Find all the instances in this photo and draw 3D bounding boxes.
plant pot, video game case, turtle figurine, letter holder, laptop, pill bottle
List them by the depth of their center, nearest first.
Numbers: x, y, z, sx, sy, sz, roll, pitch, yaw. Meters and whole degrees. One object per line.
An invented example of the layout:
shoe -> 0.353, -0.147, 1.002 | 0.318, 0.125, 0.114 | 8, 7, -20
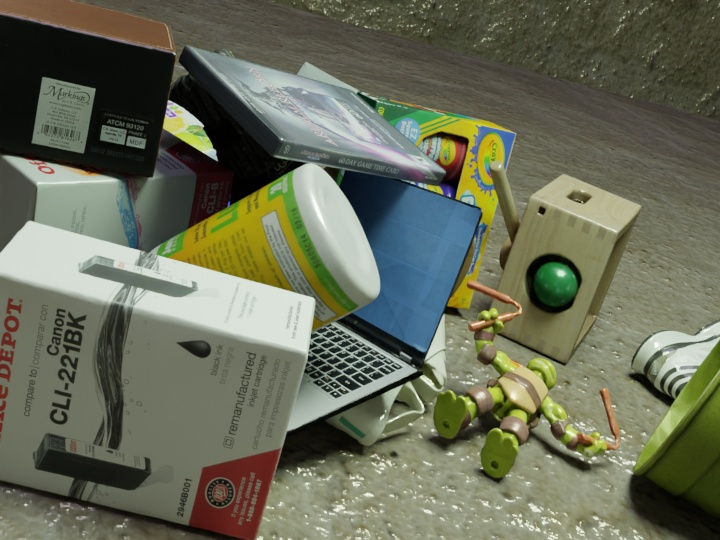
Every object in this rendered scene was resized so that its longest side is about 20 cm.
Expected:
pill bottle -> -0.095, 0.014, 0.732 | 0.112, 0.198, 0.111 | 57, 14, -23
letter holder -> -0.254, -0.160, 0.772 | 0.197, 0.102, 0.142 | 9, 22, -18
laptop -> -0.032, 0.012, 0.786 | 0.198, 0.117, 0.187 | -21, 27, -29
video game case -> -0.035, -0.124, 0.803 | 0.199, 0.019, 0.143 | 5, 33, -49
plant pot -> 0.364, 0.149, 0.815 | 0.192, 0.202, 0.200 | 37, 26, 15
turtle figurine -> 0.127, 0.106, 0.858 | 0.201, 0.065, 0.161 | 50, 39, 12

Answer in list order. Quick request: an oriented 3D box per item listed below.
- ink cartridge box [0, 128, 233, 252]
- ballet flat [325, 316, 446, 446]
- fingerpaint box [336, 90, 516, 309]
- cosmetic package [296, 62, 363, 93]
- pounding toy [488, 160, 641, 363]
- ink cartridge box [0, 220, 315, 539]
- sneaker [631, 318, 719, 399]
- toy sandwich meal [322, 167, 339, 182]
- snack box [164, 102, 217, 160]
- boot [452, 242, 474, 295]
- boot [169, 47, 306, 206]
ink cartridge box -> -0.238, -0.042, 0.833 | 0.145, 0.146, 0.199 | 32, 26, 32
ballet flat -> 0.035, 0.096, 0.841 | 0.069, 0.070, 0.199 | 26, 27, 21
fingerpaint box -> 0.058, -0.072, 1.055 | 0.165, 0.203, 0.073 | 9, 14, -21
cosmetic package -> 0.022, -0.160, 1.178 | 0.199, 0.052, 0.150 | 32, 2, -43
pounding toy -> 0.206, -0.022, 1.080 | 0.141, 0.186, 0.200 | 24, 22, 18
ink cartridge box -> -0.142, 0.071, 0.630 | 0.197, 0.146, 0.084 | 15, 21, -5
sneaker -> 0.401, 0.118, 1.073 | 0.198, 0.076, 0.116 | -6, 39, -31
toy sandwich meal -> 0.029, -0.073, 1.237 | 0.202, 0.071, 0.205 | 16, 18, -5
snack box -> -0.160, -0.156, 1.110 | 0.198, 0.054, 0.142 | -19, 43, -34
boot -> 0.000, 0.000, 0.952 | 0.199, 0.073, 0.155 | -38, 48, -26
boot -> -0.114, -0.118, 0.916 | 0.158, 0.079, 0.211 | 47, -18, -10
